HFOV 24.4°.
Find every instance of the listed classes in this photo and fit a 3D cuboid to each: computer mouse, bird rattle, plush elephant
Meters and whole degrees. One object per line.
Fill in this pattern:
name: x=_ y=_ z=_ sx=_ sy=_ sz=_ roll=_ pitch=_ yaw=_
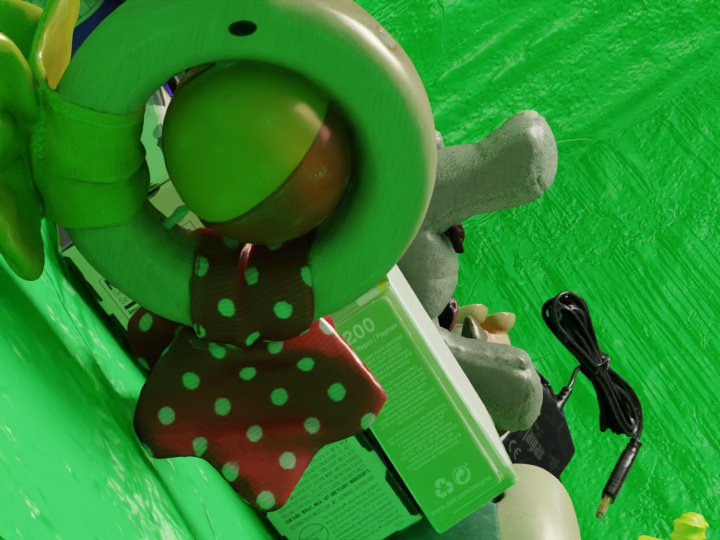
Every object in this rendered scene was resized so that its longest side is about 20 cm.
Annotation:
computer mouse: x=0.113 y=0.125 z=1.060 sx=0.046 sy=0.201 sz=0.141 roll=-3 pitch=-44 yaw=42
bird rattle: x=-0.048 y=-0.020 z=0.552 sx=0.200 sy=0.162 sz=0.113 roll=46 pitch=24 yaw=-18
plush elephant: x=0.000 y=0.000 z=0.909 sx=0.155 sy=0.197 sz=0.167 roll=-135 pitch=-141 yaw=-78

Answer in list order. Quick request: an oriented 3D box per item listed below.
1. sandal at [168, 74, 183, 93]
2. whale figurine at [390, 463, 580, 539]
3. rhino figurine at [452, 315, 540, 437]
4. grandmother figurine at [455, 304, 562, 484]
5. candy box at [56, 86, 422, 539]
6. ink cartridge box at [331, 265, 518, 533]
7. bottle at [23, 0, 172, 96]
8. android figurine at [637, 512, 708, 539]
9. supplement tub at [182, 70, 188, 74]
sandal: x=-0.132 y=-0.118 z=0.919 sx=0.202 sy=0.074 sz=0.045 roll=65 pitch=7 yaw=6
whale figurine: x=0.063 y=0.192 z=0.805 sx=0.160 sy=0.102 sz=0.202 roll=-88 pitch=170 yaw=-61
rhino figurine: x=0.048 y=0.072 z=1.011 sx=0.060 sy=0.087 sz=0.200 roll=50 pitch=5 yaw=-13
grandmother figurine: x=0.098 y=0.128 z=1.115 sx=0.120 sy=0.060 sz=0.202 roll=10 pitch=61 yaw=-43
candy box: x=-0.058 y=0.022 z=0.735 sx=0.201 sy=0.061 sz=0.137 roll=57 pitch=3 yaw=-27
ink cartridge box: x=-0.001 y=0.008 z=0.754 sx=0.201 sy=0.048 sz=0.146 roll=57 pitch=3 yaw=-4
bottle: x=-0.145 y=-0.123 z=0.759 sx=0.201 sy=0.065 sz=0.084 roll=55 pitch=-5 yaw=-31
android figurine: x=0.132 y=0.213 z=0.784 sx=0.041 sy=0.203 sz=0.182 roll=13 pitch=-6 yaw=15
supplement tub: x=-0.125 y=-0.191 z=1.052 sx=0.146 sy=0.144 sz=0.200 roll=59 pitch=4 yaw=37
